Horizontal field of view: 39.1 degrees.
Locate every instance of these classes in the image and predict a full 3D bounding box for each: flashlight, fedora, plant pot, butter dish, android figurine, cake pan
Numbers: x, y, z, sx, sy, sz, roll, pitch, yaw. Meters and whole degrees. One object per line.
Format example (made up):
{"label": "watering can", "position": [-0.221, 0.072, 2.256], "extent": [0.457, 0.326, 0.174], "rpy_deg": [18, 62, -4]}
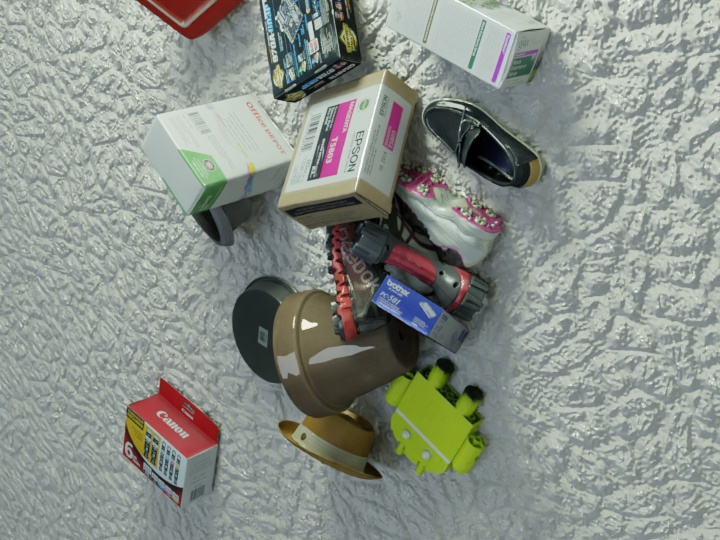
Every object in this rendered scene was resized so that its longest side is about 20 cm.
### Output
{"label": "flashlight", "position": [0.080, 0.000, 1.421], "extent": [0.199, 0.068, 0.068], "rpy_deg": [27, 165, -11]}
{"label": "fedora", "position": [-0.038, 0.267, 1.655], "extent": [0.200, 0.200, 0.082], "rpy_deg": [26, 89, 35]}
{"label": "fedora", "position": [-0.250, -0.141, 1.713], "extent": [0.200, 0.090, 0.177], "rpy_deg": [51, 162, 13]}
{"label": "plant pot", "position": [-0.010, 0.116, 1.552], "extent": [0.174, 0.200, 0.201], "rpy_deg": [-13, 96, 27]}
{"label": "butter dish", "position": [-0.274, -0.498, 1.597], "extent": [0.200, 0.148, 0.199], "rpy_deg": [35, 143, -27]}
{"label": "android figurine", "position": [0.112, 0.233, 1.565], "extent": [0.182, 0.041, 0.200], "rpy_deg": [45, 129, 22]}
{"label": "cake pan", "position": [-0.155, 0.110, 1.774], "extent": [0.200, 0.037, 0.201], "rpy_deg": [18, 117, 39]}

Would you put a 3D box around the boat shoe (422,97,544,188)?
{"label": "boat shoe", "position": [0.154, -0.172, 1.360], "extent": [0.200, 0.062, 0.075], "rpy_deg": [39, 130, 29]}

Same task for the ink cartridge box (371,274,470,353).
{"label": "ink cartridge box", "position": [0.088, 0.064, 1.413], "extent": [0.094, 0.200, 0.044], "rpy_deg": [32, 89, 19]}

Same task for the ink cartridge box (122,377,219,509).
{"label": "ink cartridge box", "position": [-0.383, 0.343, 2.043], "extent": [0.200, 0.084, 0.176], "rpy_deg": [32, 124, 32]}

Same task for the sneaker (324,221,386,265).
{"label": "sneaker", "position": [-0.035, -0.077, 1.569], "extent": [0.092, 0.076, 0.201], "rpy_deg": [-40, 75, 48]}

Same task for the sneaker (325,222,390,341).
{"label": "sneaker", "position": [0.000, 0.000, 1.470], "extent": [0.071, 0.097, 0.201], "rpy_deg": [82, -179, -72]}

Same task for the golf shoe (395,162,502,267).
{"label": "golf shoe", "position": [0.105, -0.079, 1.434], "extent": [0.200, 0.075, 0.092], "rpy_deg": [38, 131, 29]}

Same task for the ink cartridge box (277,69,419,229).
{"label": "ink cartridge box", "position": [-0.018, -0.169, 1.441], "extent": [0.164, 0.075, 0.201], "rpy_deg": [-9, 58, 45]}

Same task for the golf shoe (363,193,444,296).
{"label": "golf shoe", "position": [0.050, -0.046, 1.488], "extent": [0.077, 0.088, 0.201], "rpy_deg": [-32, 84, 43]}

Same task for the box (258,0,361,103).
{"label": "box", "position": [-0.078, -0.368, 1.483], "extent": [0.159, 0.046, 0.201], "rpy_deg": [-21, 74, 45]}

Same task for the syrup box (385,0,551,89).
{"label": "syrup box", "position": [0.137, -0.314, 1.311], "extent": [0.200, 0.079, 0.082], "rpy_deg": [37, 127, 28]}

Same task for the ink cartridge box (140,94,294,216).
{"label": "ink cartridge box", "position": [-0.222, -0.187, 1.614], "extent": [0.146, 0.200, 0.088], "rpy_deg": [54, 137, 13]}
